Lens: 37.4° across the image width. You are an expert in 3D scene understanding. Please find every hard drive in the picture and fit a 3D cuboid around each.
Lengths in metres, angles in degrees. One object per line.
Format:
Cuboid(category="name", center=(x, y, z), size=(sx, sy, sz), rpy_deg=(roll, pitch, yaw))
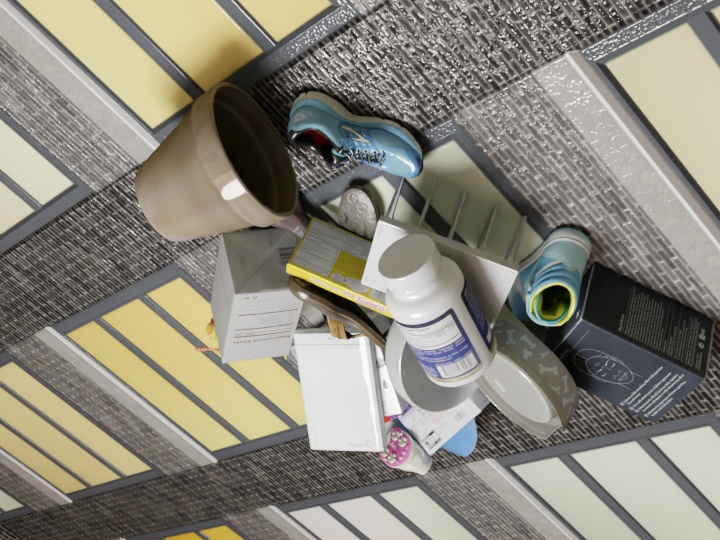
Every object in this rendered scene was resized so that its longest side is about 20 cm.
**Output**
Cuboid(category="hard drive", center=(-0.032, 0.192, 1.708), size=(0.130, 0.027, 0.203), rpy_deg=(-2, 107, 21))

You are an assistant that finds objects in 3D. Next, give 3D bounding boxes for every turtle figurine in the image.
Cuboid(category="turtle figurine", center=(-0.201, 0.106, 1.852), size=(0.159, 0.200, 0.065), rpy_deg=(8, 98, -6))

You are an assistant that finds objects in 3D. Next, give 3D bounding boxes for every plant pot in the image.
Cuboid(category="plant pot", center=(-0.210, -0.129, 1.461), size=(0.172, 0.201, 0.201), rpy_deg=(-25, 124, 20))

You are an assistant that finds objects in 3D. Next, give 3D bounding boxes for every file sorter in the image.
Cuboid(category="file sorter", center=(0.122, -0.033, 1.499), size=(0.197, 0.125, 0.140), rpy_deg=(20, 141, 3))

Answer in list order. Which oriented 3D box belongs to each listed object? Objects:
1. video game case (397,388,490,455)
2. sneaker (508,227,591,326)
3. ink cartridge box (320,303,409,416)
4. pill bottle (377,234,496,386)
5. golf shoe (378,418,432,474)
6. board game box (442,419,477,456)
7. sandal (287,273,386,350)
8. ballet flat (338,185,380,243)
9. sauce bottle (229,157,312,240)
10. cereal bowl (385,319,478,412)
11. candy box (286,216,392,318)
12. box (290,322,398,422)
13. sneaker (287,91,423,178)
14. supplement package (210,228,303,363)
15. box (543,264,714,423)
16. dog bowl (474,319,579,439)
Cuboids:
Cuboid(category="video game case", center=(0.110, 0.194, 1.781), size=(0.182, 0.045, 0.200), rpy_deg=(48, 143, 8))
Cuboid(category="sneaker", center=(0.254, 0.041, 1.513), size=(0.079, 0.132, 0.201), rpy_deg=(22, 143, -1))
Cuboid(category="ink cartridge box", center=(-0.001, 0.138, 1.732), size=(0.115, 0.068, 0.203), rpy_deg=(-14, 101, 26))
Cuboid(category="pill bottle", center=(0.099, 0.051, 1.419), size=(0.110, 0.112, 0.201), rpy_deg=(-5, 133, 32))
Cuboid(category="golf shoe", center=(0.061, 0.299, 1.898), size=(0.091, 0.200, 0.076), rpy_deg=(32, 100, -31))
Cuboid(category="board game box", center=(0.136, 0.236, 1.862), size=(0.198, 0.039, 0.160), rpy_deg=(15, 130, 43))
Cuboid(category="sandal", center=(-0.038, 0.070, 1.590), size=(0.199, 0.082, 0.055), rpy_deg=(31, 105, -36))
Cuboid(category="ballet flat", center=(0.011, -0.052, 1.608), size=(0.066, 0.047, 0.202), rpy_deg=(8, 135, 24))
Cuboid(category="sauce bottle", center=(-0.137, -0.108, 1.596), size=(0.199, 0.067, 0.066), rpy_deg=(37, 140, -17))
Cuboid(category="cereal bowl", center=(0.113, 0.110, 1.626), size=(0.083, 0.200, 0.201), rpy_deg=(27, 155, 48))
Cuboid(category="candy box", center=(0.000, 0.000, 1.552), size=(0.198, 0.103, 0.027), rpy_deg=(24, 139, 6))
Cuboid(category="box", center=(-0.023, 0.185, 1.840), size=(0.201, 0.039, 0.136), rpy_deg=(55, 138, -1))
Cuboid(category="sneaker", center=(-0.011, -0.163, 1.444), size=(0.197, 0.091, 0.079), rpy_deg=(21, 143, 2))
Cuboid(category="supplement package", center=(-0.167, 0.042, 1.709), size=(0.118, 0.123, 0.201), rpy_deg=(-6, 147, -18))
Cuboid(category="box", center=(0.383, 0.109, 1.543), size=(0.198, 0.108, 0.149), rpy_deg=(25, 143, -3))
Cuboid(category="dog bowl", center=(0.235, 0.156, 1.554), size=(0.200, 0.059, 0.201), rpy_deg=(43, 162, 18))
